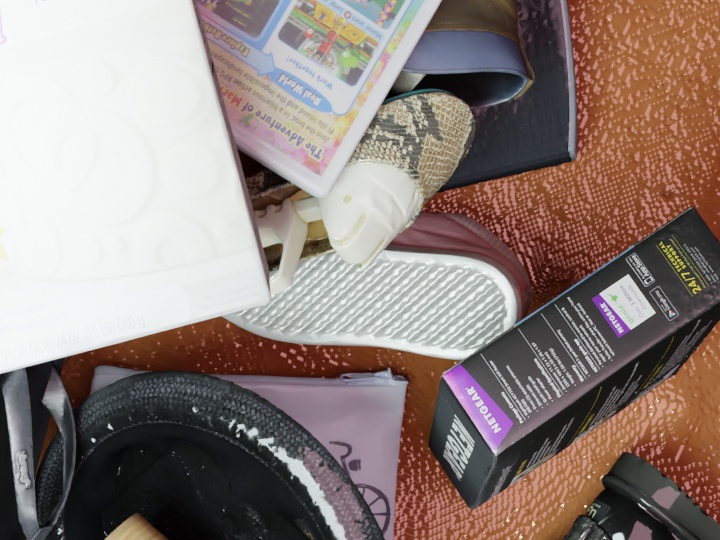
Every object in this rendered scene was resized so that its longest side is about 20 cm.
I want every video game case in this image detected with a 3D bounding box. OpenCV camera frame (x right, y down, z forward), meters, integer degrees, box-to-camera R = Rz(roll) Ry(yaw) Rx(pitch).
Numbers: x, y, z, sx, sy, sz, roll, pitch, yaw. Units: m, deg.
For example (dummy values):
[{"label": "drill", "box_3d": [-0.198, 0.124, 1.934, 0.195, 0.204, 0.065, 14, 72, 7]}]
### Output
[{"label": "video game case", "box_3d": [-0.055, -0.163, 0.777, 0.199, 0.024, 0.183, 31, 87, -12]}]

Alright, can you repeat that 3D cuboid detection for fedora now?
[{"label": "fedora", "box_3d": [-0.066, 0.138, 0.867, 0.199, 0.092, 0.203, 3, 101, 17]}]

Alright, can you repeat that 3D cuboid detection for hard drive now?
[{"label": "hard drive", "box_3d": [0.051, -0.145, 0.923, 0.134, 0.042, 0.202, -13, 99, -12]}]

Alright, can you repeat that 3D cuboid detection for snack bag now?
[{"label": "snack bag", "box_3d": [-0.071, 0.150, 0.939, 0.187, 0.021, 0.202, 2, 96, -14]}]

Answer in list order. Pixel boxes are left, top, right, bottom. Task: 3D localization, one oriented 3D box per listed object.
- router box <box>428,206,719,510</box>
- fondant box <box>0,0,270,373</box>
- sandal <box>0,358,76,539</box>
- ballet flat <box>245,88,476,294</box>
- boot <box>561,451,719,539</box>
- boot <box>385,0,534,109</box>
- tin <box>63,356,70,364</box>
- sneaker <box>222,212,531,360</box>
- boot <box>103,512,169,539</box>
[{"label": "router box", "box_3d": [0.110, 0.053, 0.879, 0.149, 0.200, 0.051, -33, 77, -9]}, {"label": "fondant box", "box_3d": [-0.132, -0.067, 0.734, 0.143, 0.058, 0.202, -15, 105, 0]}, {"label": "sandal", "box_3d": [-0.160, 0.070, 0.805, 0.042, 0.076, 0.202, 5, 80, 15]}, {"label": "ballet flat", "box_3d": [-0.032, -0.022, 0.835, 0.199, 0.076, 0.068, -20, 131, 17]}, {"label": "boot", "box_3d": [0.172, 0.227, 0.973, 0.211, 0.079, 0.158, 42, 79, -4]}, {"label": "boot", "box_3d": [-0.005, -0.124, 0.822, 0.198, 0.075, 0.098, -9, 66, -24]}, {"label": "tin", "box_3d": [-0.203, 0.019, 0.885, 0.112, 0.042, 0.200, 44, 86, -10]}, {"label": "sneaker", "box_3d": [0.000, 0.000, 0.920, 0.199, 0.105, 0.076, 13, 101, 15]}, {"label": "boot", "box_3d": [-0.118, 0.230, 0.807, 0.144, 0.071, 0.201, 45, 102, 9]}]
